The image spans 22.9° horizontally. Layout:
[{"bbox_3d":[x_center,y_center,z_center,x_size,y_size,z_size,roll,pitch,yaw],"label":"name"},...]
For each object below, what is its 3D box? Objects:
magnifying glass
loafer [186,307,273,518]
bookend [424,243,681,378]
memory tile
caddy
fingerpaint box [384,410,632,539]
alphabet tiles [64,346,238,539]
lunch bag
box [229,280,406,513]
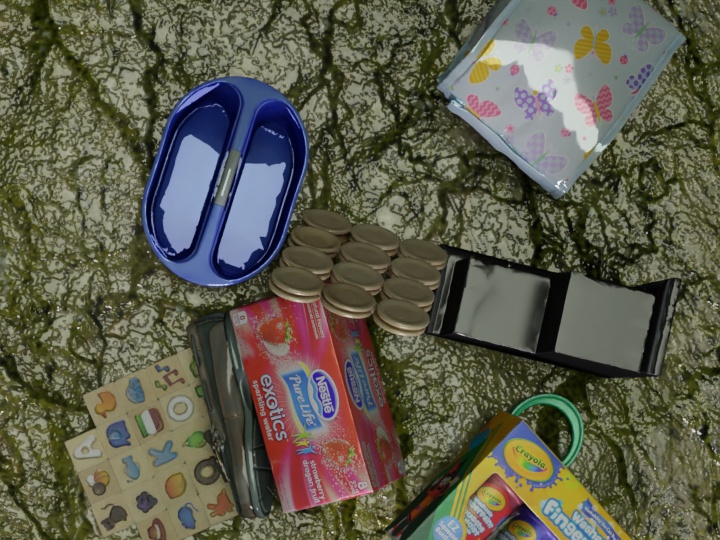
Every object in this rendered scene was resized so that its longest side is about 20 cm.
[{"bbox_3d":[0.140,0.202,1.748,0.200,0.022,0.080,-44,93,-6],"label":"magnifying glass"},{"bbox_3d":[-0.125,0.139,1.699,0.062,0.072,0.202,-9,80,12],"label":"loafer"},{"bbox_3d":[0.174,0.035,1.673,0.198,0.199,0.093,14,85,-4],"label":"bookend"},{"bbox_3d":[0.000,0.000,1.657,0.152,0.200,0.017,17,115,3],"label":"memory tile"},{"bbox_3d":[-0.129,-0.083,1.690,0.140,0.105,0.202,17,84,-6],"label":"caddy"},{"bbox_3d":[0.153,0.266,1.704,0.167,0.073,0.200,-44,101,-7],"label":"fingerpaint box"},{"bbox_3d":[-0.177,0.171,1.719,0.198,0.006,0.168,-24,90,-8],"label":"alphabet tiles"},{"bbox_3d":[0.186,-0.195,1.728,0.169,0.127,0.201,38,73,-5],"label":"lunch bag"},{"bbox_3d":[-0.039,0.116,1.678,0.099,0.095,0.202,-16,88,22],"label":"box"}]
